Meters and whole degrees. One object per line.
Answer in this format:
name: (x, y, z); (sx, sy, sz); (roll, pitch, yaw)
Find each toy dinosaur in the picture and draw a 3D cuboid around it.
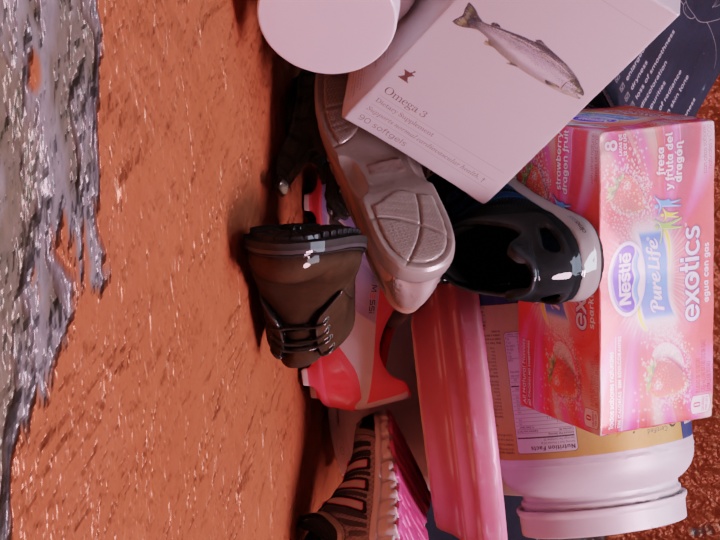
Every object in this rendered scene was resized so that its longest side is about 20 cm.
toy dinosaur: (-0.027, -0.081, 1.665); (0.201, 0.047, 0.088); (-77, 147, -51)

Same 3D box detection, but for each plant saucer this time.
plant saucer: (0.067, 0.101, 1.731); (0.201, 0.050, 0.202); (-6, 90, -88)

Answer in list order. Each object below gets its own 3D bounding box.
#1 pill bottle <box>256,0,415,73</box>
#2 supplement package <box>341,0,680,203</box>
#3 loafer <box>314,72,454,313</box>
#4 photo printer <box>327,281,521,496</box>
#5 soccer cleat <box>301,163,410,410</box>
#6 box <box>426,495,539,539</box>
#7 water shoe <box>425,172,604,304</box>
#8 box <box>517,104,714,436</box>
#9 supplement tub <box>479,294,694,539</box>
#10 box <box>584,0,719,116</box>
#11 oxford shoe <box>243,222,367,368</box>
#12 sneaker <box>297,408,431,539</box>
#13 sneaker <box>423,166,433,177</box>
pill bottle: (-0.011, -0.216, 1.542); (0.201, 0.111, 0.113); (-83, 169, -48)
supplement package: (0.094, -0.161, 1.547); (0.200, 0.116, 0.118); (-45, -157, 38)
loafer: (0.009, -0.064, 1.609); (0.063, 0.071, 0.201); (107, -27, -52)
photo printer: (0.067, 0.082, 1.865); (0.069, 0.199, 0.168); (-10, -105, 61)
soccer cleat: (0.000, 0.000, 1.743); (0.067, 0.076, 0.202); (67, 24, -70)
box: (0.072, 0.129, 1.993); (0.148, 0.106, 0.202); (152, -61, -72)
water shoe: (0.074, -0.026, 1.619); (0.200, 0.078, 0.072); (18, -69, 55)
box: (0.167, -0.003, 1.644); (0.102, 0.094, 0.202); (19, -67, 59)
supplement tub: (0.164, 0.085, 1.795); (0.144, 0.143, 0.202); (-14, 97, -82)
box: (0.178, -0.203, 1.751); (0.201, 0.123, 0.197); (-59, 148, -15)
oxford shoe: (-0.031, 0.016, 1.533); (0.200, 0.072, 0.085); (50, 42, -78)
sneaker: (-0.002, 0.169, 1.712); (0.200, 0.087, 0.074); (-91, 156, -58)
sneaker: (0.069, -0.053, 1.799); (0.200, 0.115, 0.076); (24, -65, 57)
